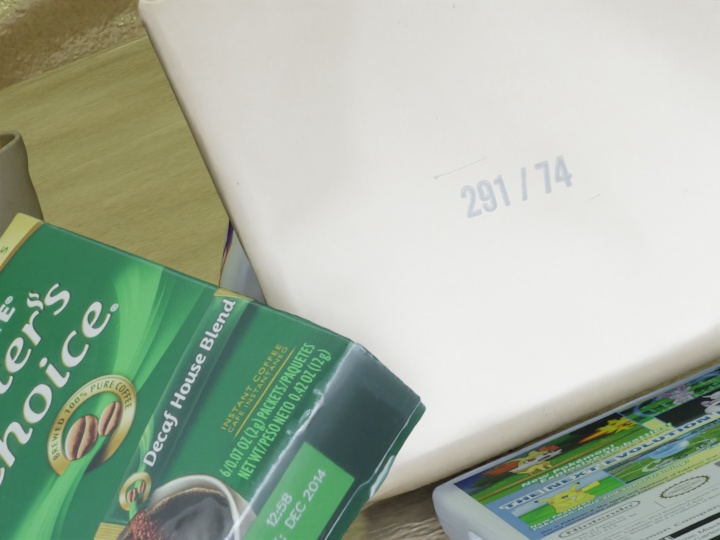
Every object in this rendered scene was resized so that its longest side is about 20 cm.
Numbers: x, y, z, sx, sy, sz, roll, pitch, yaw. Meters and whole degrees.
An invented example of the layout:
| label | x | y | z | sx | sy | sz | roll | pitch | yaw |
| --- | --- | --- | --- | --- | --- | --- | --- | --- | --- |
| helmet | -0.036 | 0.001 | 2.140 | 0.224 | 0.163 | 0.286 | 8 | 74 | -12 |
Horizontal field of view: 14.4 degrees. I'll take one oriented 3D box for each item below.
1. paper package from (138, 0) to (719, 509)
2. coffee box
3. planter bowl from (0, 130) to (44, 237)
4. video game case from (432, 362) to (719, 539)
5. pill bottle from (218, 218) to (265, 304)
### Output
| label | x | y | z | sx | sy | sz | roll | pitch | yaw |
| --- | --- | --- | --- | --- | --- | --- | --- | --- | --- |
| paper package | 0.049 | -0.042 | 0.978 | 0.199 | 0.192 | 0.103 | -23 | -2 | 2 |
| coffee box | -0.081 | 0.058 | 0.921 | 0.200 | 0.044 | 0.123 | 21 | 73 | 51 |
| planter bowl | -0.222 | 0.036 | 1.298 | 0.199 | 0.135 | 0.200 | -21 | 10 | 4 |
| video game case | 0.136 | 0.054 | 0.877 | 0.199 | 0.022 | 0.182 | -23 | 11 | -10 |
| pill bottle | 0.000 | 0.000 | 1.137 | 0.111 | 0.112 | 0.200 | -20 | 10 | 2 |
